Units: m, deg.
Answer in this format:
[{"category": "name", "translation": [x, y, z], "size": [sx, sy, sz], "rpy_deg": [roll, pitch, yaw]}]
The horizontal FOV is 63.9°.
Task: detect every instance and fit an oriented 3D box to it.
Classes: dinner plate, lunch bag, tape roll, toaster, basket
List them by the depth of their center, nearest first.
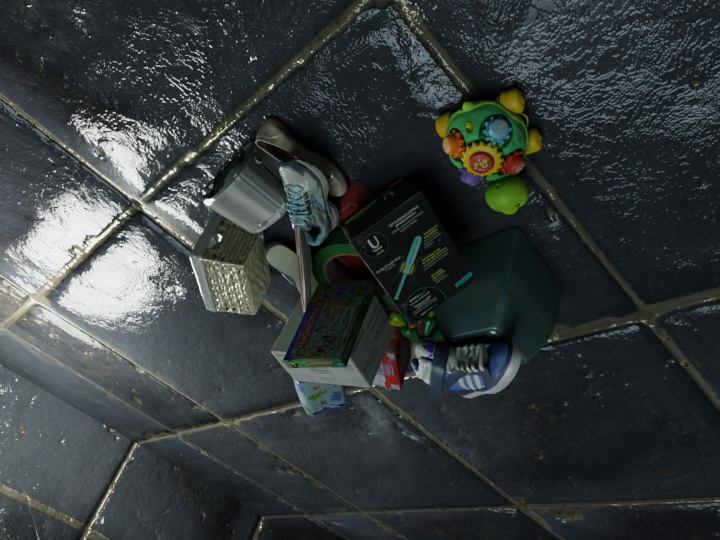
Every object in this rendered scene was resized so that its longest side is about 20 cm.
[{"category": "toaster", "translation": [-0.213, -0.152, 1.115], "size": [0.129, 0.114, 0.200], "rpy_deg": [37, 143, -23]}, {"category": "dinner plate", "translation": [-0.114, -0.016, 1.175], "size": [0.024, 0.201, 0.201], "rpy_deg": [-4, 141, -7]}, {"category": "tape roll", "translation": [0.000, 0.000, 1.194], "size": [0.199, 0.048, 0.201], "rpy_deg": [13, 141, 11]}, {"category": "basket", "translation": [-0.285, -0.005, 1.304], "size": [0.123, 0.136, 0.200], "rpy_deg": [11, 141, 9]}, {"category": "lunch bag", "translation": [-0.109, 0.215, 1.385], "size": [0.127, 0.200, 0.171], "rpy_deg": [-16, 138, -11]}]

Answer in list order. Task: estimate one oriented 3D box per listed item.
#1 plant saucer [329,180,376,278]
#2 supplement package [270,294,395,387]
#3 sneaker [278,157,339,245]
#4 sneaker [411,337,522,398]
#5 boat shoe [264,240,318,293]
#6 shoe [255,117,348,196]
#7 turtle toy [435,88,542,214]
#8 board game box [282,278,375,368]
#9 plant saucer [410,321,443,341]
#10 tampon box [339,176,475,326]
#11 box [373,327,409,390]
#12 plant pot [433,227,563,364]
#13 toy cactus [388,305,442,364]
[{"category": "plant saucer", "translation": [0.000, -0.067, 1.183], "size": [0.199, 0.037, 0.200], "rpy_deg": [38, 139, -21]}, {"category": "supplement package", "translation": [-0.055, 0.144, 1.210], "size": [0.199, 0.156, 0.111], "rpy_deg": [-2, 135, 34]}, {"category": "sneaker", "translation": [-0.096, -0.120, 1.047], "size": [0.077, 0.087, 0.200], "rpy_deg": [9, 150, 28]}, {"category": "sneaker", "translation": [0.171, 0.159, 1.014], "size": [0.146, 0.081, 0.200], "rpy_deg": [24, 147, -11]}, {"category": "boat shoe", "translation": [-0.142, -0.002, 1.320], "size": [0.200, 0.073, 0.062], "rpy_deg": [42, -179, -34]}, {"category": "shoe", "translation": [-0.108, -0.196, 1.064], "size": [0.200, 0.054, 0.070], "rpy_deg": [37, 139, -20]}, {"category": "turtle toy", "translation": [0.205, -0.179, 0.905], "size": [0.145, 0.101, 0.200], "rpy_deg": [-12, 131, 35]}, {"category": "board game box", "translation": [-0.059, 0.104, 1.143], "size": [0.134, 0.201, 0.029], "rpy_deg": [-7, 133, 30]}, {"category": "plant saucer", "translation": [0.198, 0.156, 1.359], "size": [0.199, 0.035, 0.201], "rpy_deg": [12, 142, 10]}, {"category": "tampon box", "translation": [0.083, -0.037, 1.041], "size": [0.150, 0.126, 0.200], "rpy_deg": [-35, 113, 3]}, {"category": "box", "translation": [0.058, 0.201, 1.411], "size": [0.099, 0.096, 0.200], "rpy_deg": [9, 146, 16]}, {"category": "plant pot", "translation": [0.253, 0.076, 1.106], "size": [0.195, 0.201, 0.196], "rpy_deg": [-20, 127, 39]}, {"category": "toy cactus", "translation": [0.130, 0.122, 1.224], "size": [0.199, 0.166, 0.102], "rpy_deg": [1, -164, -46]}]
